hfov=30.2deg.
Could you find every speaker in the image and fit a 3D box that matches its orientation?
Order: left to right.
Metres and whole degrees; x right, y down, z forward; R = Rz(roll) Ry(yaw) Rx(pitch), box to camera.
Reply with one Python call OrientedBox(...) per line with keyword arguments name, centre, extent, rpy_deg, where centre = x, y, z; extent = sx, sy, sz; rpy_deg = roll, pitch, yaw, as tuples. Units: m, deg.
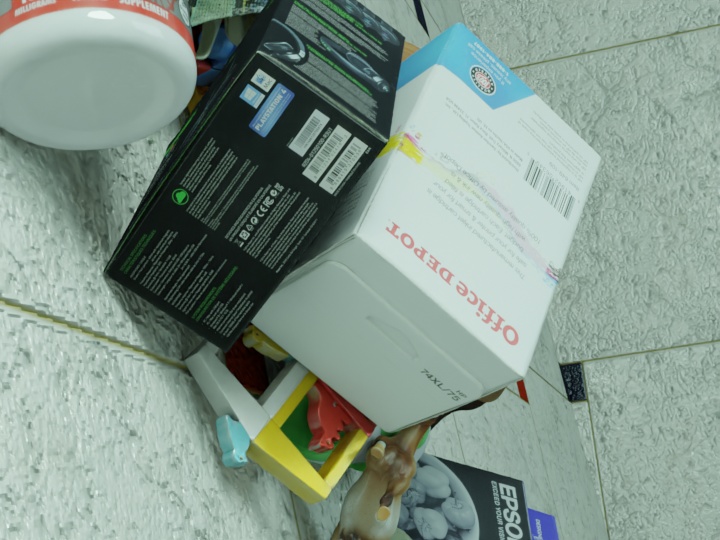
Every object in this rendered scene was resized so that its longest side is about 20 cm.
OrientedBox(name="speaker", centre=(-0.003, 0.117, 1.061), extent=(0.200, 0.087, 0.090), rpy_deg=(34, 41, -69))

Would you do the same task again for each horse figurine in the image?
OrientedBox(name="horse figurine", centre=(0.007, 0.184, 0.970), extent=(0.133, 0.049, 0.202), rpy_deg=(-38, 148, -78))

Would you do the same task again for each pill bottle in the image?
OrientedBox(name="pill bottle", centre=(-0.156, -0.179, 0.731), extent=(0.116, 0.114, 0.202), rpy_deg=(47, 29, -61))

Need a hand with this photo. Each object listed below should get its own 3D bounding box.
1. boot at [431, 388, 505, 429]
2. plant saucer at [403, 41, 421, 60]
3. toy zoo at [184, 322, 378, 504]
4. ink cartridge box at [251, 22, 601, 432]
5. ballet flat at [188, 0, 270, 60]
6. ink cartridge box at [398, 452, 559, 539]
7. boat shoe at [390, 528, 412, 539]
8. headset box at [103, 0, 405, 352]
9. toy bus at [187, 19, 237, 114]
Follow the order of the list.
OrientedBox(name="boot", centre=(0.028, 0.065, 1.150), extent=(0.199, 0.166, 0.073), rpy_deg=(35, 48, -17))
OrientedBox(name="plant saucer", centre=(0.012, -0.119, 1.143), extent=(0.032, 0.197, 0.203), rpy_deg=(119, -37, -62))
OrientedBox(name="toy zoo", centre=(-0.036, 0.064, 0.912), extent=(0.132, 0.020, 0.200), rpy_deg=(49, 49, -13))
OrientedBox(name="ink cartridge box", centre=(0.043, -0.025, 0.900), extent=(0.146, 0.146, 0.201), rpy_deg=(40, 51, -18))
OrientedBox(name="ballet flat", centre=(-0.095, -0.180, 0.907), extent=(0.198, 0.074, 0.075), rpy_deg=(-14, 86, -39))
OrientedBox(name="ink cartridge box", centre=(0.108, 0.263, 1.169), extent=(0.198, 0.044, 0.200), rpy_deg=(18, 41, -19))
OrientedBox(name="boat shoe", centre=(0.023, 0.287, 0.992), extent=(0.074, 0.066, 0.201), rpy_deg=(32, 29, -38))
OrientedBox(name="headset box", centre=(-0.059, -0.081, 0.841), extent=(0.092, 0.175, 0.201), rpy_deg=(34, 26, -12))
OrientedBox(name="toy bus", centre=(-0.094, -0.197, 1.024), extent=(0.191, 0.135, 0.203), rpy_deg=(3, 69, -58))
